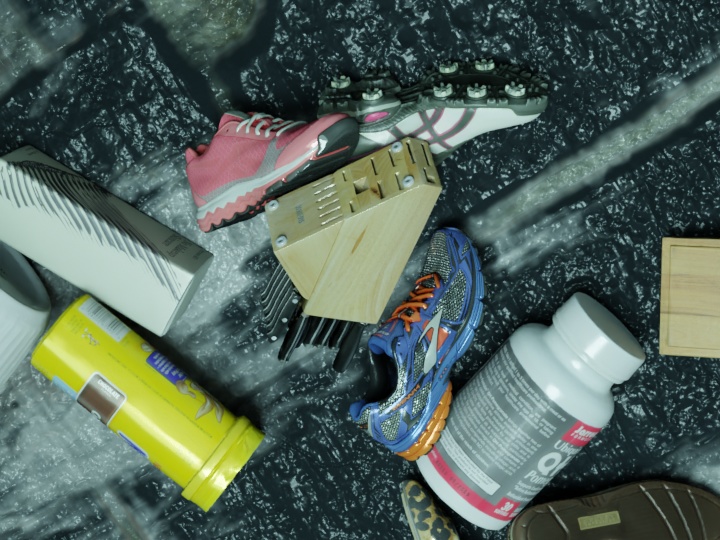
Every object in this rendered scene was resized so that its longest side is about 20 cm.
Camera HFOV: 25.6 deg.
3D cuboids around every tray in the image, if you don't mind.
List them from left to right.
[{"bbox_3d":[0.346,0.025,1.295,0.198,0.037,0.100,2,93,26],"label":"tray"}]

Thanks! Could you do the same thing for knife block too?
[{"bbox_3d":[0.000,0.000,1.345,0.199,0.064,0.176,-25,133,9],"label":"knife block"}]

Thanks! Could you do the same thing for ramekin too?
[{"bbox_3d":[-0.356,0.010,1.370,0.094,0.202,0.203,-43,95,5],"label":"ramekin"}]

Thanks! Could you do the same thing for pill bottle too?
[{"bbox_3d":[0.146,0.117,1.353,0.111,0.111,0.200,41,108,-3],"label":"pill bottle"}]

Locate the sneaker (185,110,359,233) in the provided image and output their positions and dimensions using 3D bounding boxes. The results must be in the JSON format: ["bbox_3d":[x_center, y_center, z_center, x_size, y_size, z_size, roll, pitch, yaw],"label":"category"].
[{"bbox_3d":[-0.086,-0.101,1.329,0.199,0.073,0.087,-26,87,42],"label":"sneaker"}]

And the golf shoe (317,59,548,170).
[{"bbox_3d":[0.063,-0.125,1.333,0.198,0.077,0.089,-3,120,16],"label":"golf shoe"}]

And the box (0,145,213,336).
[{"bbox_3d":[-0.235,-0.028,1.396,0.199,0.082,0.069,30,106,-1],"label":"box"}]

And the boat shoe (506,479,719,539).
[{"bbox_3d":[0.223,0.227,1.392,0.200,0.075,0.075,1,70,-11],"label":"boat shoe"}]

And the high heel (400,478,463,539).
[{"bbox_3d":[0.132,0.247,1.421,0.142,0.071,0.201,-30,97,5],"label":"high heel"}]

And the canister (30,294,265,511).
[{"bbox_3d":[-0.187,0.115,1.392,0.200,0.149,0.087,39,82,0],"label":"canister"}]

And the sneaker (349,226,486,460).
[{"bbox_3d":[0.049,0.056,1.341,0.078,0.075,0.202,20,81,-24],"label":"sneaker"}]
